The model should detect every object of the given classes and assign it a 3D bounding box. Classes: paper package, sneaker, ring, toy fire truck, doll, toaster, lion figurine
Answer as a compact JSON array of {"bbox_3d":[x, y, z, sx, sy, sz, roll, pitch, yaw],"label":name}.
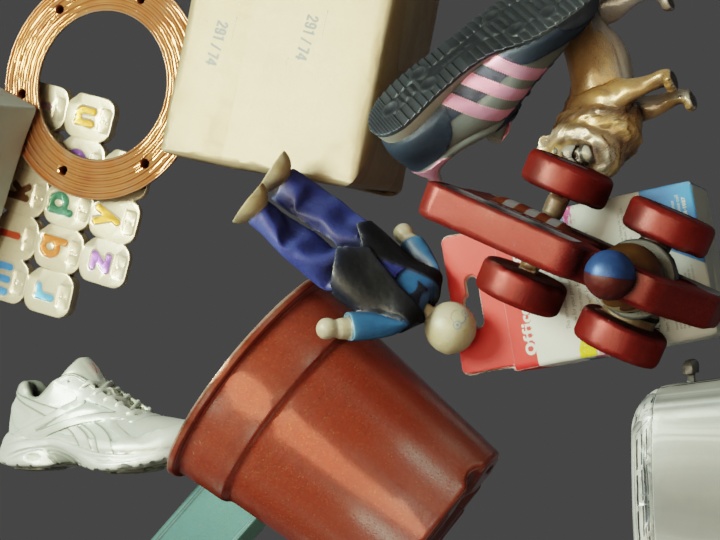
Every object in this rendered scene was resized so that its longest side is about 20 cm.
[{"bbox_3d":[-0.046,-0.174,1.352,0.190,0.103,0.200,12,93,23],"label":"paper package"},{"bbox_3d":[-0.225,0.124,1.432,0.200,0.078,0.100,-1,84,22],"label":"sneaker"},{"bbox_3d":[-0.223,-0.161,1.456,0.200,0.019,0.201,-1,89,22],"label":"ring"},{"bbox_3d":[0.151,-0.008,1.152,0.200,0.168,0.112,27,100,20],"label":"toy fire truck"},{"bbox_3d":[0.000,0.000,1.254,0.200,0.137,0.048,35,140,-3],"label":"doll"},{"bbox_3d":[0.271,0.164,1.204,0.129,0.114,0.201,-2,89,26],"label":"toaster"},{"bbox_3d":[0.183,-0.162,1.282,0.122,0.072,0.200,-17,68,29],"label":"lion figurine"},{"bbox_3d":[0.105,-0.146,1.270,0.200,0.082,0.070,-33,37,11],"label":"sneaker"}]

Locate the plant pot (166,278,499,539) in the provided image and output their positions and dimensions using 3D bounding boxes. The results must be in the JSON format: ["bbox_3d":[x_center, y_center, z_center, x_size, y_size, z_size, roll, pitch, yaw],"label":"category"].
[{"bbox_3d":[-0.012,0.140,1.289,0.195,0.201,0.201,39,102,11],"label":"plant pot"}]

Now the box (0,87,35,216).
[{"bbox_3d":[-0.412,-0.116,1.482,0.200,0.106,0.153,29,106,28],"label":"box"}]

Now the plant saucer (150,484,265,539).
[{"bbox_3d":[-0.158,0.252,1.429,0.070,0.019,0.200,45,105,18],"label":"plant saucer"}]

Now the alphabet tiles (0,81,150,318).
[{"bbox_3d":[-0.278,-0.064,1.492,0.195,0.015,0.200,15,94,22],"label":"alphabet tiles"}]

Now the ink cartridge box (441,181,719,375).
[{"bbox_3d":[0.172,0.010,1.272,0.200,0.067,0.116,-11,84,22],"label":"ink cartridge box"}]
